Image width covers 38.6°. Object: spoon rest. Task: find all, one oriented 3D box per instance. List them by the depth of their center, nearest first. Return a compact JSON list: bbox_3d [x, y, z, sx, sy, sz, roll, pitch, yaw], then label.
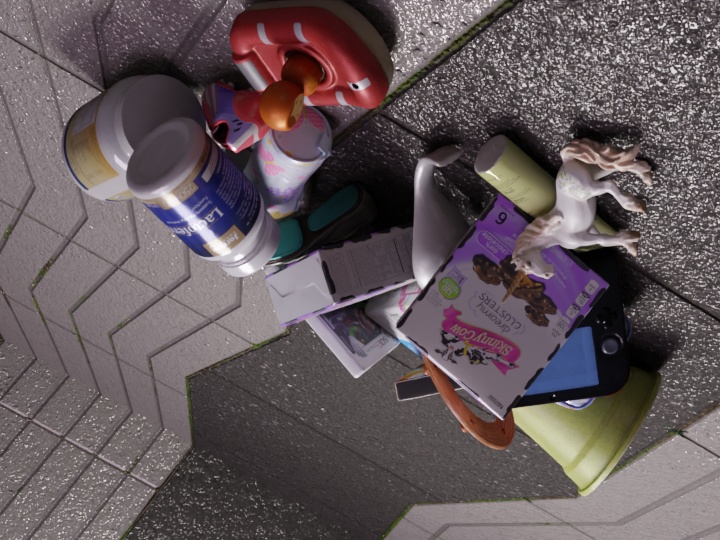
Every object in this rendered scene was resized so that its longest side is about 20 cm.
[{"bbox_3d":[0.099,-0.061,1.256,0.060,0.098,0.203,34,142,44],"label":"spoon rest"}]

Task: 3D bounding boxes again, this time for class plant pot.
[{"bbox_3d":[0.289,0.177,1.444,0.183,0.202,0.201,34,157,8],"label":"plant pot"}]

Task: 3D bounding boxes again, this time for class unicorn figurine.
[{"bbox_3d":[0.238,-0.056,1.118,0.135,0.074,0.204,11,116,14],"label":"unicorn figurine"}]

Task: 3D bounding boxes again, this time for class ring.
[{"bbox_3d":[0.132,0.139,1.318,0.019,0.202,0.200,-35,121,23],"label":"ring"}]

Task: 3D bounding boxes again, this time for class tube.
[{"bbox_3d":[0.214,-0.078,1.173,0.199,0.052,0.058,35,-166,-27],"label":"tube"}]

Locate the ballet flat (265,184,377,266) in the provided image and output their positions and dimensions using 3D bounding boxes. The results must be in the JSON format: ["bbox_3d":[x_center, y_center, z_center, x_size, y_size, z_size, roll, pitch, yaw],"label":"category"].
[{"bbox_3d":[-0.065,-0.047,1.399,0.197,0.068,0.064,-27,141,17],"label":"ballet flat"}]

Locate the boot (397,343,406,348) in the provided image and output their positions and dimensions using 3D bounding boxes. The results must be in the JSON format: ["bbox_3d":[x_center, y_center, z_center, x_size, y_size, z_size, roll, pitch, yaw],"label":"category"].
[{"bbox_3d":[-0.017,0.067,1.669,0.200,0.078,0.138,46,-161,25],"label":"boot"}]

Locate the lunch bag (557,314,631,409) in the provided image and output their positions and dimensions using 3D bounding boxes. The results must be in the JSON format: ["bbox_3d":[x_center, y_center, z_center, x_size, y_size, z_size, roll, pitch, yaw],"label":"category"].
[{"bbox_3d":[0.233,0.078,1.319,0.197,0.162,0.076,29,-166,-2],"label":"lunch bag"}]

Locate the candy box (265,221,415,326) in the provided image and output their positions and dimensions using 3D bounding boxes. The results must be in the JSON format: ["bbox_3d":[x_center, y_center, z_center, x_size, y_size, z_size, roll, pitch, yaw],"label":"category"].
[{"bbox_3d":[0.000,0.000,1.347,0.167,0.197,0.073,-24,85,58],"label":"candy box"}]

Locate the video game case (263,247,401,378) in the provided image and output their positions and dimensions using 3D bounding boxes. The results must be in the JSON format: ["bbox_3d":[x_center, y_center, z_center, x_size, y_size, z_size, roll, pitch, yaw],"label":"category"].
[{"bbox_3d":[-0.035,0.052,1.491,0.201,0.023,0.181,49,-159,6],"label":"video game case"}]

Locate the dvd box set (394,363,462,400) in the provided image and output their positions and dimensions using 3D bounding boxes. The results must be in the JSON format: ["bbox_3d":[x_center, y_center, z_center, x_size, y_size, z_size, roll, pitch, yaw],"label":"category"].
[{"bbox_3d":[0.140,0.150,1.521,0.143,0.030,0.200,-13,179,15],"label":"dvd box set"}]

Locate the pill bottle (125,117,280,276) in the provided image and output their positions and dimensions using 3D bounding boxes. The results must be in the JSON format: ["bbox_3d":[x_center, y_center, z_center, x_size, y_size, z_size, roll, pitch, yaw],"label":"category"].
[{"bbox_3d":[-0.190,-0.086,1.287,0.114,0.117,0.200,6,151,38],"label":"pill bottle"}]

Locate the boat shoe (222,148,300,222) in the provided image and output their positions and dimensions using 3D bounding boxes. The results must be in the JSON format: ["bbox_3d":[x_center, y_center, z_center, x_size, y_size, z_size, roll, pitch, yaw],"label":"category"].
[{"bbox_3d":[-0.158,-0.103,1.465,0.059,0.077,0.201,2,145,32],"label":"boat shoe"}]

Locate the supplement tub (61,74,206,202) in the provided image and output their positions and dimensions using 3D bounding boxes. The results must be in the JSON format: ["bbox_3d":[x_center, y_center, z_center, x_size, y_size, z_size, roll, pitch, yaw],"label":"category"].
[{"bbox_3d":[-0.305,-0.178,1.385,0.144,0.146,0.198,39,153,-26],"label":"supplement tub"}]

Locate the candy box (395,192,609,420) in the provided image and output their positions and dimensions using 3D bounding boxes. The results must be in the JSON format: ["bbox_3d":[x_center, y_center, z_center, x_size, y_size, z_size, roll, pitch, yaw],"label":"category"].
[{"bbox_3d":[0.163,0.042,1.209,0.167,0.201,0.072,38,-177,1],"label":"candy box"}]

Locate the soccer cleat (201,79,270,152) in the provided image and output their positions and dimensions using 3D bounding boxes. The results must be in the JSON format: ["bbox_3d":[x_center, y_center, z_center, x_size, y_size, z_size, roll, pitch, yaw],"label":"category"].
[{"bbox_3d":[-0.165,-0.186,1.259,0.067,0.077,0.199,49,167,-27],"label":"soccer cleat"}]

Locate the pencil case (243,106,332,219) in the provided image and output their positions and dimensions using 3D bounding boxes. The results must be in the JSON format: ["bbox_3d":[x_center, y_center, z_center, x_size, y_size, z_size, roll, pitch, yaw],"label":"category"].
[{"bbox_3d":[-0.098,-0.137,1.326,0.090,0.083,0.200,41,154,1],"label":"pencil case"}]

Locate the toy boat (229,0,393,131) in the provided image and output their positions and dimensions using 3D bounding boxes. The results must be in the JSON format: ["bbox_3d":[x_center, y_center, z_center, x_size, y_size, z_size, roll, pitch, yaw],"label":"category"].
[{"bbox_3d":[-0.064,-0.206,1.099,0.197,0.132,0.131,7,150,38],"label":"toy boat"}]

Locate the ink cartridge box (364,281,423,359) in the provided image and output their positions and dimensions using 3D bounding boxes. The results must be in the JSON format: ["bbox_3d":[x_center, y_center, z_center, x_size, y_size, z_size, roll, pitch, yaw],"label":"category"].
[{"bbox_3d":[0.124,0.057,1.478,0.144,0.086,0.199,38,155,-25],"label":"ink cartridge box"}]

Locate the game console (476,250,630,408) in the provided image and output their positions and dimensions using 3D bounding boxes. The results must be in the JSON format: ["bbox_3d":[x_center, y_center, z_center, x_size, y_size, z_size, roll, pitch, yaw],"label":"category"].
[{"bbox_3d":[0.226,0.076,1.266,0.196,0.031,0.181,-8,104,7],"label":"game console"}]
